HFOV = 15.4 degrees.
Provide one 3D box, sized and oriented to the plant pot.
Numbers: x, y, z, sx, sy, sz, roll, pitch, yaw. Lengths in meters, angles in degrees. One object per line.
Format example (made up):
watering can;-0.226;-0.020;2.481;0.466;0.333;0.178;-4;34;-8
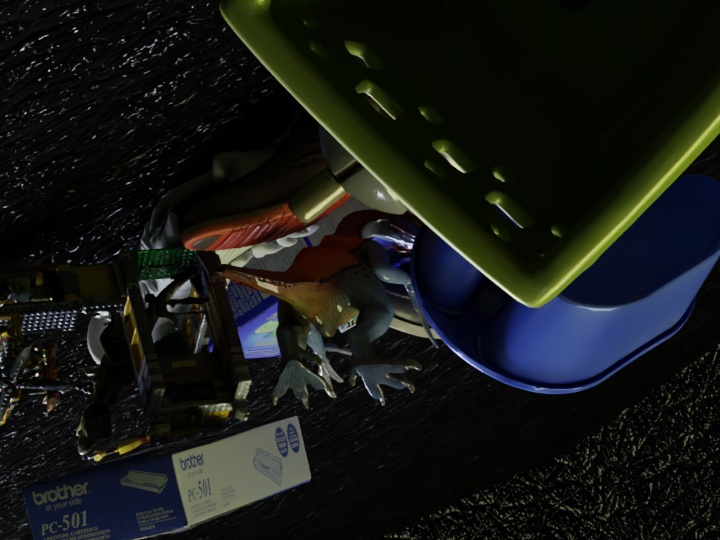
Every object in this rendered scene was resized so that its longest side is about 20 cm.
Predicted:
plant pot;0.090;-0.124;1.184;0.199;0.200;0.181;-48;171;16

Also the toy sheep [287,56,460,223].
toy sheep;0.042;-0.093;1.440;0.200;0.138;0.138;-33;169;-1

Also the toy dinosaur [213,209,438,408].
toy dinosaur;0.000;0.000;1.545;0.105;0.182;0.200;-12;132;13

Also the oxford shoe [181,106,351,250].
oxford shoe;-0.024;-0.069;1.530;0.200;0.073;0.071;-25;177;-26

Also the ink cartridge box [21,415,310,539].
ink cartridge box;-0.107;0.122;1.525;0.094;0.044;0.200;-14;179;18

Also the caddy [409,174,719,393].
caddy;0.122;-0.011;1.551;0.200;0.141;0.105;-29;160;-38

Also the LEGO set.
LEGO set;-0.150;0.071;1.533;0.200;0.116;0.154;1;142;-25

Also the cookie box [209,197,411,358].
cookie box;-0.018;-0.023;1.744;0.200;0.075;0.171;-33;169;17

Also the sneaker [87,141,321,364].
sneaker;-0.108;-0.009;1.602;0.200;0.075;0.081;-45;156;28

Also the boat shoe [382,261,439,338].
boat shoe;0.052;0.002;1.733;0.200;0.073;0.063;-7;117;-61

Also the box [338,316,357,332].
box;0.033;-0.018;1.998;0.137;0.040;0.200;-28;169;-5
